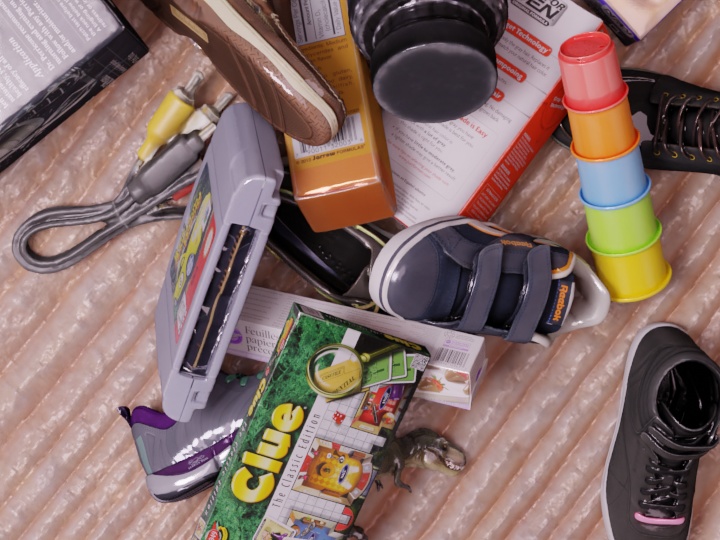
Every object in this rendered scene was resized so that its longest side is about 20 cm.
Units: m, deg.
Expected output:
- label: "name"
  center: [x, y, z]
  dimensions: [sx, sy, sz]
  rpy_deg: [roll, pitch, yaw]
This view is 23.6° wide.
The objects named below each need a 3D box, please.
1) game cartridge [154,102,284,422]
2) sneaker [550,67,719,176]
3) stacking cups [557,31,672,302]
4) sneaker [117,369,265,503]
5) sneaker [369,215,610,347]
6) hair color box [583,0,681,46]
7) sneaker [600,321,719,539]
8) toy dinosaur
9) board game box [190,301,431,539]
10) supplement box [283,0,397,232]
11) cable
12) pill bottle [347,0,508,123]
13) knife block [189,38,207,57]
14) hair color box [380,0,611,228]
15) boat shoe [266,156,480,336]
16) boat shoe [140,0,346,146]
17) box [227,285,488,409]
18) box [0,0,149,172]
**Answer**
- label: "game cartridge"
  center: [-0.104, -0.011, 1.217]
  dimensions: [0.041, 0.133, 0.201]
  rpy_deg: [15, 117, -13]
- label: "sneaker"
  center: [0.235, -0.109, 1.255]
  dimensions: [0.198, 0.106, 0.075]
  rpy_deg: [8, 92, -1]
- label: "stacking cups"
  center: [0.175, -0.075, 1.237]
  dimensions: [0.060, 0.061, 0.201]
  rpy_deg: [-19, 120, -1]
- label: "sneaker"
  center: [-0.079, 0.092, 1.274]
  dimensions: [0.199, 0.074, 0.088]
  rpy_deg: [-27, 80, -5]
- label: "sneaker"
  center: [0.099, 0.009, 1.213]
  dimensions: [0.199, 0.079, 0.079]
  rpy_deg: [-2, 114, -44]
- label: "hair color box"
  center: [0.236, -0.274, 1.271]
  dimensions: [0.200, 0.065, 0.109]
  rpy_deg: [-44, 93, 2]
- label: "sneaker"
  center: [0.223, 0.142, 1.269]
  dimensions: [0.070, 0.099, 0.202]
  rpy_deg: [4, 93, -4]
- label: "toy dinosaur"
  center: [-0.016, 0.158, 1.267]
  dimensions: [0.199, 0.047, 0.089]
  rpy_deg: [3, 103, -36]
- label: "board game box"
  center: [-0.037, 0.128, 1.198]
  dimensions: [0.104, 0.023, 0.201]
  rpy_deg: [19, 105, -18]
- label: "supplement box"
  center: [-0.024, -0.134, 1.229]
  dimensions: [0.068, 0.067, 0.201]
  rpy_deg: [-11, 67, 9]
- label: "cable"
  center: [-0.163, -0.054, 1.290]
  dimensions: [0.200, 0.050, 0.097]
  rpy_deg: [-36, 110, 12]
- label: "pill bottle"
  center: [0.044, -0.207, 1.200]
  dimensions: [0.111, 0.112, 0.201]
  rpy_deg: [-3, 57, -2]
- label: "knife block"
  center: [-0.083, -0.277, 1.260]
  dimensions: [0.175, 0.064, 0.201]
  rpy_deg: [-28, 92, 0]
- label: "hair color box"
  center: [0.085, -0.117, 1.257]
  dimensions: [0.101, 0.061, 0.200]
  rpy_deg: [38, 92, 23]
- label: "boat shoe"
  center: [0.000, 0.000, 1.264]
  dimensions: [0.201, 0.061, 0.072]
  rpy_deg: [37, 123, 1]
- label: "boat shoe"
  center: [-0.073, -0.173, 1.179]
  dimensions: [0.075, 0.075, 0.202]
  rpy_deg: [-41, 74, -18]
- label: "box"
  center: [-0.008, 0.053, 1.247]
  dimensions: [0.199, 0.042, 0.039]
  rpy_deg: [11, 134, 17]
- label: "box"
  center: [-0.263, -0.145, 1.192]
  dimensions: [0.196, 0.200, 0.124]
  rpy_deg: [-38, 94, 0]
